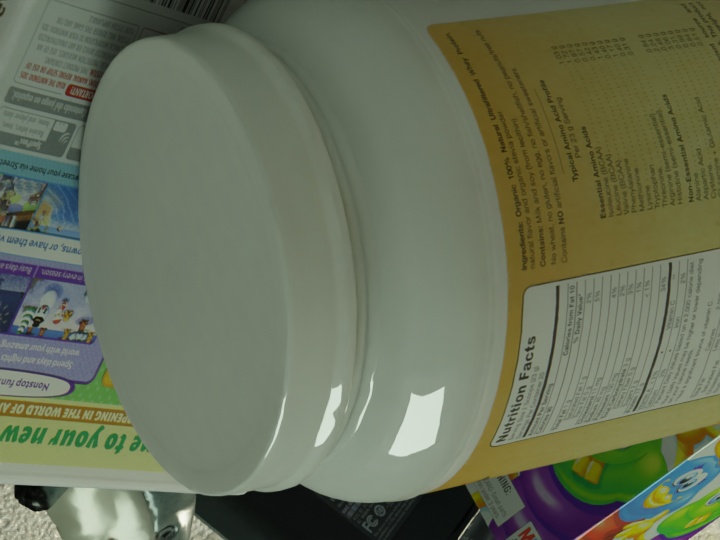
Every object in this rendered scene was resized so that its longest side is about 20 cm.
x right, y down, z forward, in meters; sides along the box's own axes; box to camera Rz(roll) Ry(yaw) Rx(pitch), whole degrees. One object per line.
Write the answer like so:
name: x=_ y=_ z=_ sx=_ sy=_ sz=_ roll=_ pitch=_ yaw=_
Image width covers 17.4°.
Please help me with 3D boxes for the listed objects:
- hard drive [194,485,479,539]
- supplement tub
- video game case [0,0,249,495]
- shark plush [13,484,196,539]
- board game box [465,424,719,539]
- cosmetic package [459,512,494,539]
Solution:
hard drive: x=-0.035 y=0.057 z=1.054 sx=0.200 sy=0.140 sz=0.033 roll=39 pitch=142 yaw=2
supplement tub: x=0.035 y=-0.015 z=0.664 sx=0.199 sy=0.145 sz=0.144 roll=-10 pitch=179 yaw=-30
video game case: x=-0.062 y=-0.017 z=0.713 sx=0.022 sy=0.183 sz=0.200 roll=33 pitch=-168 yaw=32
shark plush: x=-0.066 y=0.006 z=0.815 sx=0.083 sy=0.201 sz=0.091 roll=20 pitch=176 yaw=-24
board game box: x=0.141 y=0.036 z=0.990 sx=0.200 sy=0.103 sz=0.105 roll=-40 pitch=154 yaw=23
cosmetic package: x=0.041 y=0.097 z=1.132 sx=0.200 sy=0.151 sz=0.052 roll=35 pitch=169 yaw=1
